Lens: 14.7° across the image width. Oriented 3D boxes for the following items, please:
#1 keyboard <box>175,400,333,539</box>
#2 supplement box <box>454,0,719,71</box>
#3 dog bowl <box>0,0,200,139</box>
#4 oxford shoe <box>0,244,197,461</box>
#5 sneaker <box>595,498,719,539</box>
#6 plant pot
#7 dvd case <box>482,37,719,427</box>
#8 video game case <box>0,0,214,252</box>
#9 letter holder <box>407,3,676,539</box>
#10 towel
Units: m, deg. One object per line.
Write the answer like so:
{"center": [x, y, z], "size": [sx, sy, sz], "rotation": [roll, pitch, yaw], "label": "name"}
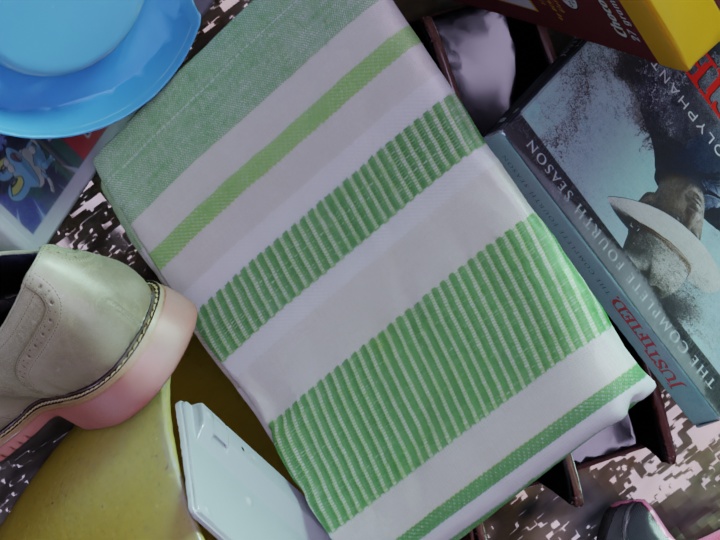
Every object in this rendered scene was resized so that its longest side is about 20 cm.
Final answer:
{"center": [-0.008, 0.121, 1.053], "size": [0.011, 0.056, 0.200], "rotation": [-26, 132, 21], "label": "keyboard"}
{"center": [0.105, -0.199, 1.009], "size": [0.200, 0.197, 0.133], "rotation": [-42, 117, -12], "label": "supplement box"}
{"center": [-0.098, -0.146, 1.000], "size": [0.111, 0.050, 0.201], "rotation": [13, 114, -29], "label": "dog bowl"}
{"center": [-0.140, 0.025, 1.064], "size": [0.074, 0.200, 0.071], "rotation": [36, 57, -23], "label": "oxford shoe"}
{"center": [0.184, 0.137, 1.161], "size": [0.199, 0.079, 0.096], "rotation": [8, 81, -7], "label": "sneaker"}
{"center": [-0.073, 0.141, 1.087], "size": [0.142, 0.200, 0.201], "rotation": [-30, 96, 17], "label": "plant pot"}
{"center": [0.148, -0.056, 1.113], "size": [0.200, 0.022, 0.146], "rotation": [-45, 104, -31], "label": "dvd case"}
{"center": [-0.152, -0.133, 1.068], "size": [0.200, 0.023, 0.183], "rotation": [45, 57, -22], "label": "video game case"}
{"center": [0.051, -0.003, 1.100], "size": [0.100, 0.142, 0.201], "rotation": [-18, 94, -4], "label": "letter holder"}
{"center": [0.000, 0.000, 1.020], "size": [0.152, 0.023, 0.200], "rotation": [-39, 81, 32], "label": "towel"}
